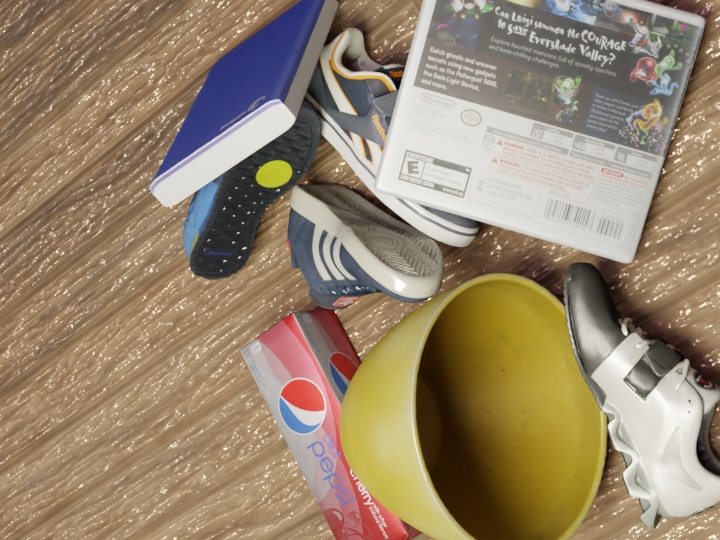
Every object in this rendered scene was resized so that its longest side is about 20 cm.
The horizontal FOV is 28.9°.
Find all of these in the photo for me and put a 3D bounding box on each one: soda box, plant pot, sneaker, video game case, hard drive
[{"bbox_3d":[-0.016,0.133,1.135,0.063,0.070,0.201,-34,77,25],"label":"soda box"},{"bbox_3d":[0.066,0.113,1.039,0.141,0.199,0.203,-15,86,49],"label":"plant pot"},{"bbox_3d":[0.029,-0.108,1.091,0.200,0.078,0.080,46,116,19],"label":"sneaker"},{"bbox_3d":[0.213,0.079,1.011,0.088,0.074,0.202,-23,92,28],"label":"sneaker"},{"bbox_3d":[-0.096,-0.082,1.145,0.201,0.065,0.079,-54,37,41],"label":"sneaker"},{"bbox_3d":[0.128,-0.120,1.016,0.198,0.023,0.184,16,101,1],"label":"video game case"},{"bbox_3d":[-0.087,-0.140,1.094,0.131,0.201,0.025,-30,114,26],"label":"hard drive"},{"bbox_3d":[0.000,0.000,1.090,0.200,0.074,0.086,41,124,57],"label":"sneaker"}]
